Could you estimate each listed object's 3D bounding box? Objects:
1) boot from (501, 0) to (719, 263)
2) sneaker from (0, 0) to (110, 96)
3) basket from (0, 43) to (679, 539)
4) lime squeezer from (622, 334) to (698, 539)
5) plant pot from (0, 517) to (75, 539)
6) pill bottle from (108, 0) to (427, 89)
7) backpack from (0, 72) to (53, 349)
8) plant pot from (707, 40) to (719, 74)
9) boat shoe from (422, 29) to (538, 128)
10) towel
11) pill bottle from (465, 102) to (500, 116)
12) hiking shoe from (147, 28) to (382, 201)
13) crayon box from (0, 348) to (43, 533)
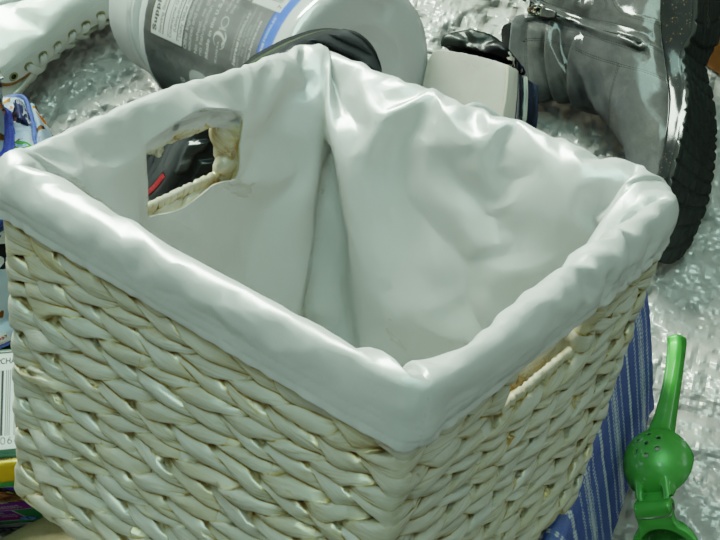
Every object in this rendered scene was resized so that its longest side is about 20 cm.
[{"bbox_3d":[0.150,-0.105,0.844,0.130,0.070,0.203,2,80,32],"label":"boot"},{"bbox_3d":[-0.218,-0.152,0.909,0.197,0.073,0.086,-14,92,-9],"label":"sneaker"},{"bbox_3d":[-0.010,0.031,0.544,0.198,0.163,0.197,25,34,28],"label":"basket"},{"bbox_3d":[0.158,0.126,0.701,0.037,0.071,0.203,-8,71,15],"label":"lime squeezer"},{"bbox_3d":[-0.121,0.189,0.653,0.197,0.202,0.135,9,43,10],"label":"plant pot"},{"bbox_3d":[-0.063,-0.140,0.822,0.114,0.114,0.199,-43,43,-17],"label":"pill bottle"},{"bbox_3d":[-0.241,-0.025,0.760,0.198,0.155,0.191,-26,37,-8],"label":"backpack"},{"bbox_3d":[0.291,-0.227,0.852,0.197,0.141,0.203,-2,62,4],"label":"plant pot"},{"bbox_3d":[0.064,-0.034,0.812,0.074,0.092,0.203,16,94,23],"label":"boat shoe"},{"bbox_3d":[0.109,0.120,0.683,0.024,0.145,0.202,14,63,20],"label":"towel"},{"bbox_3d":[0.000,0.000,0.725,0.198,0.114,0.116,-28,58,26],"label":"pill bottle"},{"bbox_3d":[-0.077,-0.059,0.705,0.199,0.076,0.101,-40,28,4],"label":"hiking shoe"},{"bbox_3d":[-0.224,0.096,0.699,0.197,0.173,0.059,-5,71,5],"label":"crayon box"}]
